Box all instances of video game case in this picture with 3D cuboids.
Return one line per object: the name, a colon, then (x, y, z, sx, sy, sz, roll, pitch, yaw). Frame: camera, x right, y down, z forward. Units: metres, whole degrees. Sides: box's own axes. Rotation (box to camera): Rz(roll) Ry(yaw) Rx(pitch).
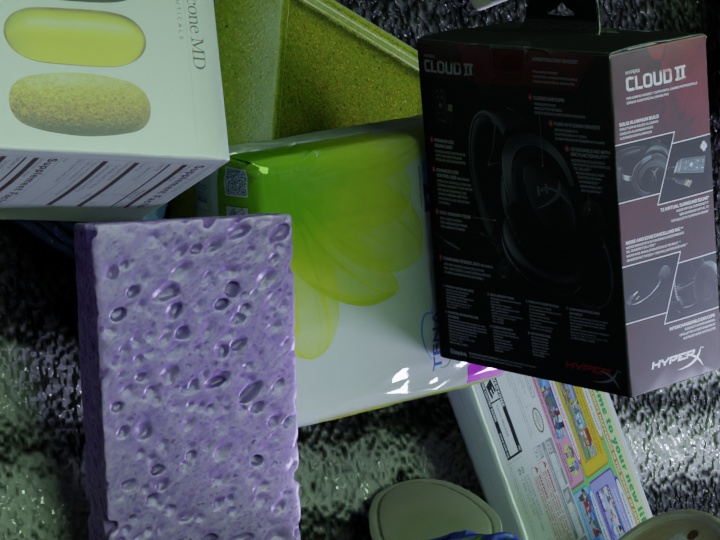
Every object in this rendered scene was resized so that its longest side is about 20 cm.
video game case: (0.125, 0.132, 1.584, 0.182, 0.022, 0.200, -24, 94, -61)

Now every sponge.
sponge: (-0.086, 0.071, 1.305, 0.111, 0.030, 0.200, -6, 98, -29)

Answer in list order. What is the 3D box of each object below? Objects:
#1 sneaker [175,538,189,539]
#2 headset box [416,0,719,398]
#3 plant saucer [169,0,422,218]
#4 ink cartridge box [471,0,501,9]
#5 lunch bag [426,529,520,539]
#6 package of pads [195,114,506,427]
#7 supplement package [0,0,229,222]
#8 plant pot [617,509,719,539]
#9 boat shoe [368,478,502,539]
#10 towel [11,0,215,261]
sneaker: (-0.113, 0.167, 1.255, 0.200, 0.075, 0.087, 22, 57, -24)
headset box: (0.109, -0.046, 1.363, 0.077, 0.149, 0.200, -14, 105, -39)
plant saucer: (-0.017, -0.078, 1.500, 0.200, 0.048, 0.200, 27, 57, -41)
ink cartridge box: (0.126, -0.261, 1.710, 0.200, 0.067, 0.116, -36, 104, -50)
lunch bag: (0.013, 0.240, 1.314, 0.127, 0.170, 0.200, 19, 64, -45)
package of pads: (0.000, 0.000, 1.420, 0.200, 0.068, 0.155, -11, 105, -39)
supplement package: (-0.178, -0.092, 1.225, 0.200, 0.110, 0.114, 1, 74, -31)
plant pot: (0.224, 0.237, 1.531, 0.200, 0.187, 0.187, 53, 42, -34)
boat shoe: (0.063, 0.185, 1.424, 0.074, 0.199, 0.066, -21, 122, -21)
towel: (-0.140, -0.103, 1.364, 0.112, 0.049, 0.200, 34, 54, -32)
